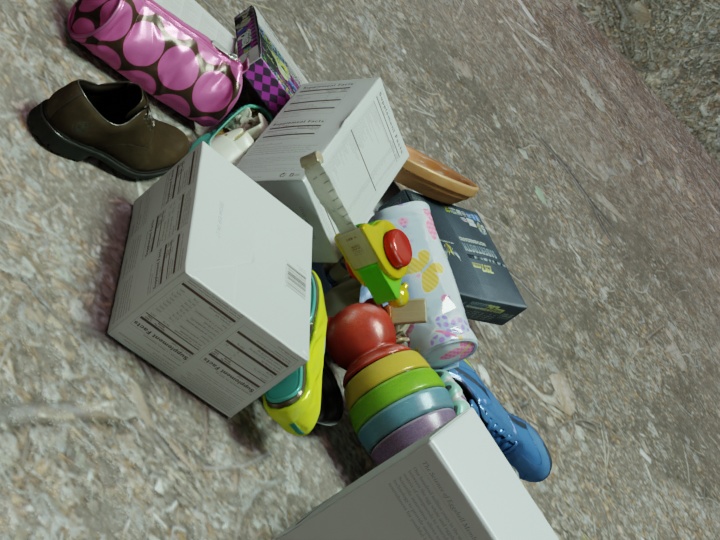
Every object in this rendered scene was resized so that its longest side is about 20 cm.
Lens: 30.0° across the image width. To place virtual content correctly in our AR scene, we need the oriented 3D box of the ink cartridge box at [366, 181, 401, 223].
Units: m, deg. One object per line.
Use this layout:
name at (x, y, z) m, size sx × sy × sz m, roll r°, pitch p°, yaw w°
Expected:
ink cartridge box at (0.042, -0.029, 1.718) m, size 0.198 × 0.043 × 0.200 m, roll 54°, pitch 23°, yaw -1°

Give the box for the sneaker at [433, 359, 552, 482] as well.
sneaker at (0.149, 0.186, 1.605) m, size 0.200 × 0.066 × 0.078 m, roll 48°, pitch 19°, yaw -3°

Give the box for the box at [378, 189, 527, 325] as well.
box at (0.121, -0.014, 1.727) m, size 0.200 × 0.051 × 0.158 m, roll 13°, pitch 47°, yaw -55°

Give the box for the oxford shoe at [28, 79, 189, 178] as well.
oxford shoe at (-0.231, -0.145, 1.353) m, size 0.200 × 0.084 × 0.073 m, roll 9°, pitch 49°, yaw -58°

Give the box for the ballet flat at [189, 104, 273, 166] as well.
ballet flat at (-0.143, -0.141, 1.511) m, size 0.067 × 0.070 × 0.200 m, roll 47°, pitch 27°, yaw -12°

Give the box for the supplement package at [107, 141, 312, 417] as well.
supplement package at (-0.138, 0.007, 1.290) m, size 0.156 × 0.111 × 0.200 m, roll 39°, pitch 30°, yaw -28°

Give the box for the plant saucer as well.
plant saucer at (0.059, -0.138, 1.757) m, size 0.199 × 0.038 × 0.200 m, roll 25°, pitch 10°, yaw -5°

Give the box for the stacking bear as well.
stacking bear at (0.030, 0.125, 1.402) m, size 0.200 × 0.121 × 0.114 m, roll 61°, pitch -8°, yaw 20°

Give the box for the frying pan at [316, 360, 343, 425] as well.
frying pan at (-0.073, 0.083, 1.399) m, size 0.115 × 0.031 × 0.191 m, roll 24°, pitch 35°, yaw -49°

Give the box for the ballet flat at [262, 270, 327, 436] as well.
ballet flat at (-0.062, 0.083, 1.333) m, size 0.200 × 0.067 × 0.067 m, roll -88°, pitch 154°, yaw -49°

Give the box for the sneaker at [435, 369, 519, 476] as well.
sneaker at (0.130, 0.218, 1.541) m, size 0.140 × 0.078 × 0.201 m, roll 24°, pitch 47°, yaw -49°

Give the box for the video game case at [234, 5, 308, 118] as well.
video game case at (-0.085, -0.213, 1.661) m, size 0.200 × 0.036 × 0.182 m, roll 53°, pitch 12°, yaw -30°

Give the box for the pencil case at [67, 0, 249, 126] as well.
pencil case at (-0.220, -0.245, 1.481) m, size 0.200 × 0.094 × 0.091 m, roll 30°, pitch 35°, yaw -39°

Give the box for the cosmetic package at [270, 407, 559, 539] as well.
cosmetic package at (0.063, 0.267, 1.211) m, size 0.200 × 0.200 × 0.123 m, roll 57°, pitch 26°, yaw 5°

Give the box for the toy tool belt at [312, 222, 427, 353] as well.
toy tool belt at (0.000, 0.000, 1.520) m, size 0.125 × 0.123 × 0.201 m, roll 15°, pitch 45°, yaw -53°

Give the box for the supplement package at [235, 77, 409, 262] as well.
supplement package at (-0.045, -0.113, 1.490) m, size 0.200 × 0.109 × 0.114 m, roll -56°, pitch 135°, yaw -42°

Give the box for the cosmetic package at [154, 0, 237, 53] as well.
cosmetic package at (-0.235, -0.303, 1.576) m, size 0.200 × 0.051 × 0.083 m, roll 41°, pitch 30°, yaw -27°

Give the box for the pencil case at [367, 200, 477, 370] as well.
pencil case at (0.070, 0.018, 1.576) m, size 0.091 × 0.083 × 0.201 m, roll 98°, pitch -25°, yaw -63°

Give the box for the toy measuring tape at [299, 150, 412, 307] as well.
toy measuring tape at (0.001, -0.048, 1.408) m, size 0.200 × 0.073 × 0.074 m, roll 60°, pitch 23°, yaw -20°
